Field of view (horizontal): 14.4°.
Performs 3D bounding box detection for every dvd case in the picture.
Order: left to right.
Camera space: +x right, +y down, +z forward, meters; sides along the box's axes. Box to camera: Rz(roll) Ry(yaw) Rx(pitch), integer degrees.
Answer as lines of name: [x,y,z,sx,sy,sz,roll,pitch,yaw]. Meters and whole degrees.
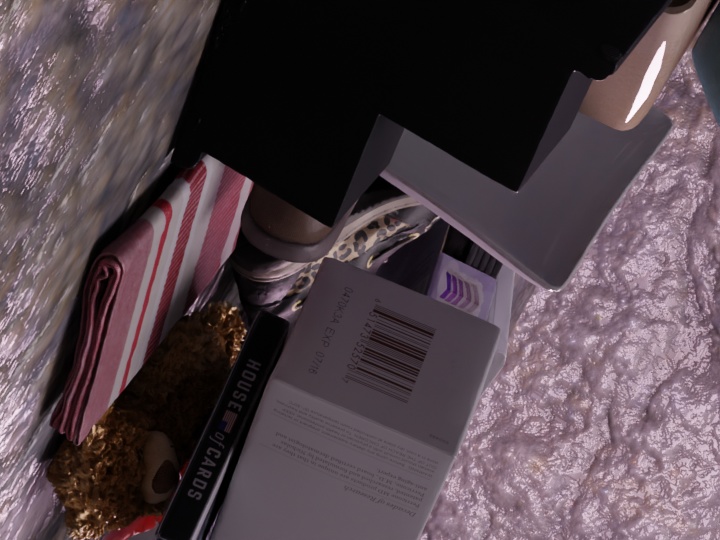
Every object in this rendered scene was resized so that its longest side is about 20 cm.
dvd case: [-0.089,0.123,1.717,0.200,0.025,0.151,107,6,-69]

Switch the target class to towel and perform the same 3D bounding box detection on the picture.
towel: [-0.107,-0.011,1.595,0.200,0.023,0.145,-53,167,-47]

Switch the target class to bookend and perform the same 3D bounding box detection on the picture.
bookend: [0.029,-0.101,1.476,0.092,0.199,0.199,-49,166,-49]

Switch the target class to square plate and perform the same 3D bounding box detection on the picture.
square plate: [0.078,-0.092,1.803,0.198,0.199,0.029,-51,175,-45]

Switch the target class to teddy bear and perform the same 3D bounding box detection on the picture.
teddy bear: [-0.116,0.091,1.708,0.146,0.067,0.200,-58,174,10]

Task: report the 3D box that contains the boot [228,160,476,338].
boot: [0.000,0.000,1.826,0.199,0.073,0.151,-30,139,-31]

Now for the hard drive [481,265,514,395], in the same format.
hard drive: [0.066,0.044,1.982,0.132,0.026,0.201,-56,-166,31]

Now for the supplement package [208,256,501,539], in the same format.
supplement package: [-0.011,0.115,1.681,0.117,0.117,0.201,-67,179,-48]

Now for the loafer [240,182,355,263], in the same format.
loafer: [-0.009,-0.091,1.631,0.071,0.073,0.201,110,-1,-46]

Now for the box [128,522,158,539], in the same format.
box: [-0.150,0.296,1.993,0.200,0.130,0.200,-63,173,17]

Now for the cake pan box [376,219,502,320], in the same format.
cake pan box: [0.044,0.008,1.970,0.200,0.052,0.185,-49,-160,50]

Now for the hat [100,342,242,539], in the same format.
hat: [-0.109,0.089,1.931,0.201,0.175,0.166,-109,-144,-46]

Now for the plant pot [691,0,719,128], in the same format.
plant pot: [0.274,-0.131,1.678,0.201,0.134,0.200,-57,174,-9]

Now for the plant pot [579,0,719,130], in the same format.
plant pot: [0.137,-0.204,1.685,0.200,0.199,0.177,-55,163,-28]
